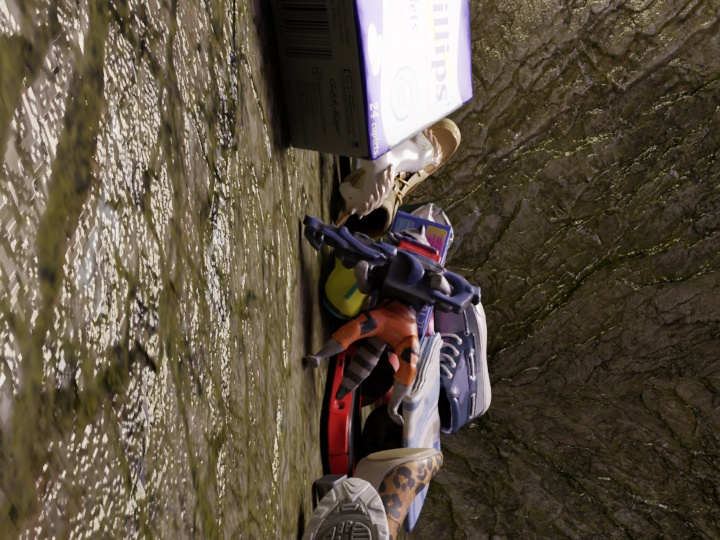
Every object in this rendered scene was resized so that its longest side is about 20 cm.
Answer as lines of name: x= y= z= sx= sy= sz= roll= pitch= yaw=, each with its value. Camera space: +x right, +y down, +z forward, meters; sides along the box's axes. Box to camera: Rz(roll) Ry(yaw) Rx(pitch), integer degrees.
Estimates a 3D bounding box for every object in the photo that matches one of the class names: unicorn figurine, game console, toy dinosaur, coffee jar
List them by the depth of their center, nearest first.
game console: x=-0.018 y=0.202 z=0.963 sx=0.201 sy=0.030 sz=0.180 roll=-81 pitch=172 yaw=-64
toy dinosaur: x=0.024 y=0.221 z=1.010 sx=0.103 sy=0.075 sz=0.203 roll=-105 pitch=-172 yaw=-57
unicorn figurine: x=0.029 y=-0.147 z=1.016 sx=0.140 sy=0.197 sz=0.074 roll=67 pitch=-24 yaw=10
coffee jar: x=0.063 y=-0.054 z=1.274 sx=0.086 sy=0.104 sz=0.200 roll=56 pitch=-13 yaw=-13

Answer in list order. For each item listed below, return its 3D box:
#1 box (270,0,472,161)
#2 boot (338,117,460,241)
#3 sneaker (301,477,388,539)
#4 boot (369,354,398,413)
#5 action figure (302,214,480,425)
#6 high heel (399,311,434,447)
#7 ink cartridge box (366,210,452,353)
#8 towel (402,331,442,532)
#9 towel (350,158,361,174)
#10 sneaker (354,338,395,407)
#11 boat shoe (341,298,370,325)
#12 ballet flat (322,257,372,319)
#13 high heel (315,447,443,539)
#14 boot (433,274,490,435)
box: x=0.017 y=-0.232 z=0.781 sx=0.199 sy=0.103 sz=0.187 roll=-38 pitch=131 yaw=-44
boot: x=0.050 y=-0.119 z=1.099 sx=0.073 sy=0.198 sz=0.156 roll=53 pitch=21 yaw=-22
sneaker: x=-0.018 y=0.290 z=0.713 sx=0.100 sy=0.076 sz=0.204 roll=90 pitch=8 yaw=-64
boot: x=0.067 y=0.206 z=1.184 sx=0.144 sy=0.071 sz=0.204 roll=-28 pitch=-130 yaw=59
action figure: x=0.011 y=0.030 z=0.837 sx=0.195 sy=0.198 sz=0.105 roll=-60 pitch=179 yaw=-23
high heel: x=0.059 y=0.135 z=1.115 sx=0.067 sy=0.095 sz=0.203 roll=-22 pitch=-138 yaw=61
ink cartridge box: x=0.057 y=0.020 z=0.987 sx=0.200 sy=0.075 sz=0.139 roll=80 pitch=26 yaw=-74
towel: x=0.076 y=0.196 z=0.990 sx=0.147 sy=0.023 sz=0.204 roll=-57 pitch=150 yaw=-59
towel: x=0.011 y=-0.182 z=1.275 sx=0.171 sy=0.047 sz=0.204 roll=-58 pitch=154 yaw=-79
sneaker: x=0.010 y=0.120 z=1.181 sx=0.080 sy=0.075 sz=0.201 roll=53 pitch=24 yaw=-20
boat shoe: x=0.013 y=0.023 z=1.134 sx=0.201 sy=0.074 sz=0.073 roll=-81 pitch=168 yaw=-62
ballet flat: x=0.000 y=0.000 z=0.996 sx=0.067 sy=0.066 sz=0.200 roll=-51 pitch=-175 yaw=17
high heel: x=0.031 y=0.271 z=0.854 sx=0.198 sy=0.071 sz=0.146 roll=-6 pitch=88 yaw=-47
boot: x=0.123 y=0.112 z=1.078 sx=0.090 sy=0.072 sz=0.204 roll=-22 pitch=102 yaw=-49
